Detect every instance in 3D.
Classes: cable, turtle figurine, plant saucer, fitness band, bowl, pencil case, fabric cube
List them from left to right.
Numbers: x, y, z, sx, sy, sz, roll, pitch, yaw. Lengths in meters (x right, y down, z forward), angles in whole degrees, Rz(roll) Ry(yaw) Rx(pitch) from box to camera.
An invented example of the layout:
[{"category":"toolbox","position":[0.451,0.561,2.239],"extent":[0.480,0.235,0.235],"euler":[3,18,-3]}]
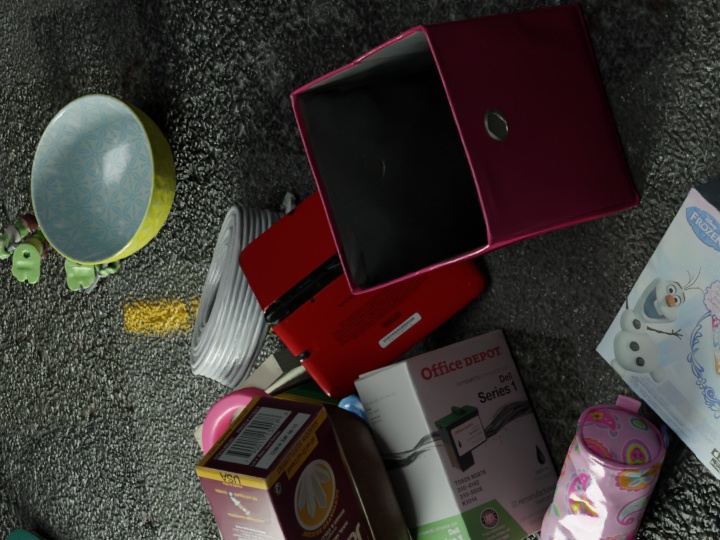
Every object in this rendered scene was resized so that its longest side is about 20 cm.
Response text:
[{"category":"turtle figurine","position":[-0.383,-0.014,2.059],"extent":[0.144,0.194,0.200],"euler":[40,104,-16]},{"category":"bowl","position":[-0.286,-0.104,1.944],"extent":[0.200,0.108,0.200],"euler":[-2,86,34]},{"category":"cable","position":[-0.133,0.027,1.787],"extent":[0.200,0.069,0.200],"euler":[-85,17,-44]},{"category":"fitness band","position":[-0.096,0.219,1.710],"extent":[0.200,0.037,0.144],"euler":[56,136,14]},{"category":"plant saucer","position":[0.012,0.219,1.591],"extent":[0.200,0.037,0.201],"euler":[159,90,-86]},{"category":"fabric cube","position":[0.093,-0.109,1.456],"extent":[0.200,0.199,0.196],"euler":[-20,86,50]},{"category":"pencil case","position":[0.218,0.208,1.484],"extent":[0.087,0.087,0.200],"euler":[42,141,32]}]

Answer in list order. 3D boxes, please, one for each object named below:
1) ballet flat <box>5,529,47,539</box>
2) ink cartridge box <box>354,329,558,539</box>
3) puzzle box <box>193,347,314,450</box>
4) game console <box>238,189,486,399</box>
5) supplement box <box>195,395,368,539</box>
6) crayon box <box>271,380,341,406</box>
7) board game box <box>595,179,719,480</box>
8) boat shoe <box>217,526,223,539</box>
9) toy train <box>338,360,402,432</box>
[{"category":"ballet flat","position":[-0.441,0.436,2.359],"extent":[0.200,0.071,0.065],"euler":[26,148,44]},{"category":"ink cartridge box","position":[0.099,0.171,1.580],"extent":[0.084,0.146,0.200],"euler":[-26,83,47]},{"category":"puzzle box","position":[-0.088,0.128,1.789],"extent":[0.025,0.133,0.200],"euler":[59,137,13]},{"category":"game console","position":[0.000,0.000,1.651],"extent":[0.200,0.119,0.172],"euler":[-38,99,7]},{"category":"supplement box","position":[-0.068,0.234,1.555],"extent":[0.086,0.110,0.200],"euler":[6,128,33]},{"category":"crayon box","position":[-0.025,0.219,1.757],"extent":[0.058,0.119,0.200],"euler":[-43,70,47]},{"category":"board game box","position":[0.316,0.062,1.377],"extent":[0.200,0.043,0.199],"euler":[49,135,27]},{"category":"boat shoe","position":[-0.141,0.321,1.956],"extent":[0.068,0.074,0.200],"euler":[-17,89,45]},{"category":"toy train","position":[0.054,0.189,1.689],"extent":[0.114,0.087,0.200],"euler":[-17,90,43]}]
